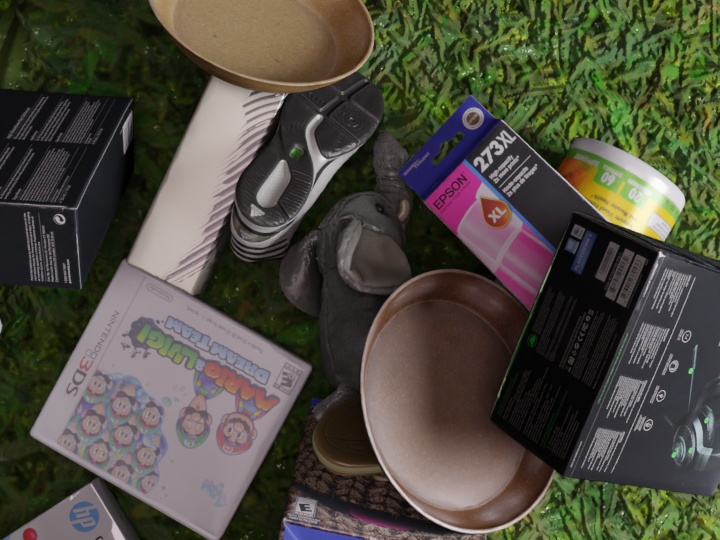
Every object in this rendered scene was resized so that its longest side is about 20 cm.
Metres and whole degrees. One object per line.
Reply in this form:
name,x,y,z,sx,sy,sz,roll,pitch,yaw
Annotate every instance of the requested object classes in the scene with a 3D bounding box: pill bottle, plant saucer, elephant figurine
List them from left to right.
plant saucer,-0.086,-0.212,0.964,0.198,0.201,0.036,24,134,0
elephant figurine,0.000,0.000,0.971,0.140,0.155,0.202,-26,90,16
plant saucer,0.075,0.101,0.875,0.198,0.034,0.203,10,71,-32
pill bottle,0.184,-0.001,0.975,0.110,0.111,0.202,30,91,0

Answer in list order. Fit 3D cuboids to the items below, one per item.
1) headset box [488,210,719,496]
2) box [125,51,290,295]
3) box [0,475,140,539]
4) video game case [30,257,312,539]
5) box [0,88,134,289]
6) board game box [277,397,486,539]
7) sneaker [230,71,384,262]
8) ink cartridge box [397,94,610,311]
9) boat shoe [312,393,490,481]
headset box,0.224,0.068,0.864,0.198,0.093,0.176,13,103,-37
box,-0.129,-0.083,0.992,0.068,0.082,0.202,25,92,0
box,-0.280,0.306,1.017,0.198,0.041,0.157,-32,91,0
video game case,-0.170,0.117,1.022,0.198,0.024,0.184,29,91,0
box,-0.275,-0.074,0.930,0.139,0.201,0.080,6,123,-1
board game box,0.017,0.206,0.925,0.157,0.200,0.098,11,110,0
sneaker,-0.058,-0.088,0.997,0.075,0.116,0.201,37,57,1
ink cartridge box,0.123,-0.051,0.927,0.095,0.037,0.200,-45,68,6
boat shoe,0.044,0.134,0.921,0.199,0.064,0.073,-15,53,-38
